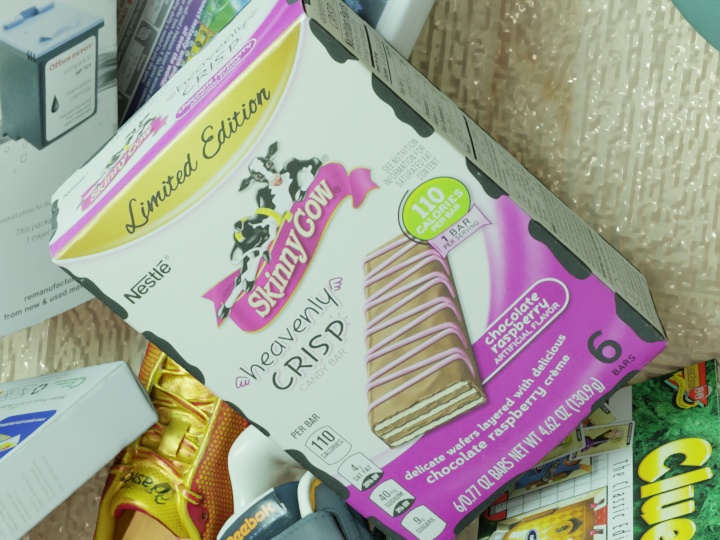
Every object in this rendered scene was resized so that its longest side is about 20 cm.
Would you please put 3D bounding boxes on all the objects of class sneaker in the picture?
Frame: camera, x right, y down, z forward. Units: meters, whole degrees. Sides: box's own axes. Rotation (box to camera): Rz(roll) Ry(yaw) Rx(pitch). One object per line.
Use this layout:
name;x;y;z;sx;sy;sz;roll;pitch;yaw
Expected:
sneaker;-0.017;0.135;1.100;0.078;0.200;0.079;-40;120;14
sneaker;-0.067;0.070;1.177;0.073;0.077;0.200;14;97;13

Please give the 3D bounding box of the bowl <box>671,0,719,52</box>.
bowl;0.195;-0.161;1.079;0.201;0.105;0.201;1;97;13

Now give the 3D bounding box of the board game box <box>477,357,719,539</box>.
board game box;0.094;0.104;1.082;0.105;0.200;0.023;-17;114;13

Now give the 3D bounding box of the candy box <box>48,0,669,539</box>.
candy box;0.000;0.000;1.070;0.200;0.061;0.136;40;106;-21

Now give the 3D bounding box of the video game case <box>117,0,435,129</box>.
video game case;-0.065;-0.090;1.136;0.182;0.023;0.200;40;116;30

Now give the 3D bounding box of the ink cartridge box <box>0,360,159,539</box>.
ink cartridge box;-0.176;0.105;1.112;0.095;0.200;0.037;-12;111;50

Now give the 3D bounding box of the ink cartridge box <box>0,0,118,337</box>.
ink cartridge box;-0.173;-0.092;1.126;0.146;0.086;0.200;23;125;36
